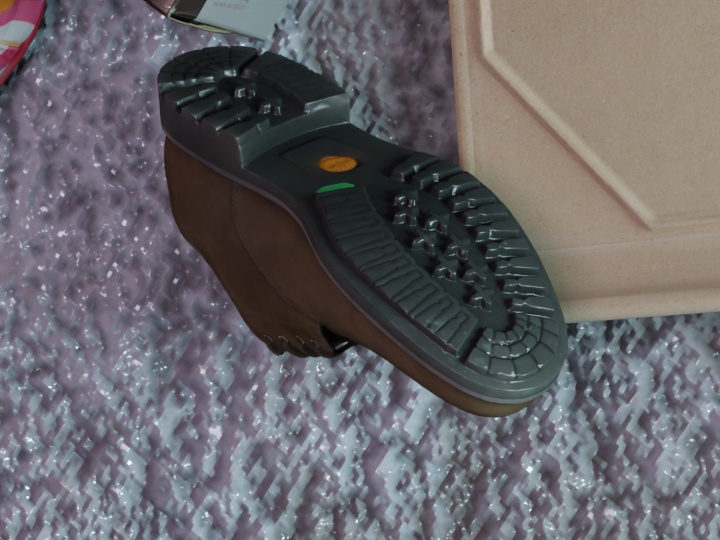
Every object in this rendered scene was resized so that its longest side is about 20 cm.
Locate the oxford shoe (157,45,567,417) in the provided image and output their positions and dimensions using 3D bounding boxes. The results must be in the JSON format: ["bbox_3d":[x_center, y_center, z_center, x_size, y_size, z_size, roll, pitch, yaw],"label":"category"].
[{"bbox_3d":[0.000,0.000,0.796,0.200,0.073,0.084,42,137,42],"label":"oxford shoe"}]

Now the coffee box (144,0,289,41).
[{"bbox_3d":[-0.039,-0.197,0.824,0.113,0.080,0.200,37,102,20],"label":"coffee box"}]

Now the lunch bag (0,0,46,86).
[{"bbox_3d":[-0.237,-0.096,0.913,0.176,0.082,0.200,42,103,23],"label":"lunch bag"}]

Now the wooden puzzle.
[{"bbox_3d":[0.112,-0.084,0.769,0.185,0.037,0.200,-6,82,35],"label":"wooden puzzle"}]
